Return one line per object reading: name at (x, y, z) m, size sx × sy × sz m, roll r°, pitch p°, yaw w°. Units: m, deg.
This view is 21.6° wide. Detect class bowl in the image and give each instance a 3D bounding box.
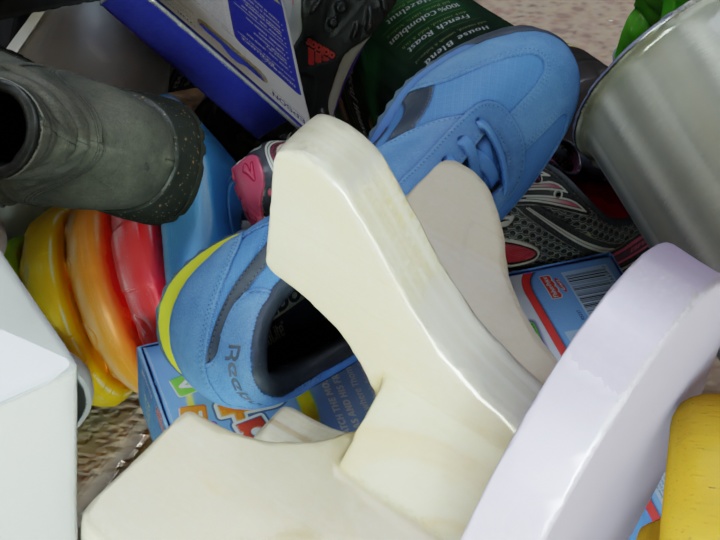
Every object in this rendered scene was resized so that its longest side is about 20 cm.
bowl at (-0.148, -0.053, 0.890) m, size 0.090 × 0.201 × 0.202 m, roll 37°, pitch 23°, yaw -14°

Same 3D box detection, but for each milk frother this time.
milk frother at (0.214, -0.012, 0.723) m, size 0.180 × 0.200 × 0.189 m, roll -35°, pitch 66°, yaw 16°

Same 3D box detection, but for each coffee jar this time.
coffee jar at (0.059, -0.081, 0.962) m, size 0.085 × 0.105 × 0.200 m, roll -29°, pitch 34°, yaw -17°

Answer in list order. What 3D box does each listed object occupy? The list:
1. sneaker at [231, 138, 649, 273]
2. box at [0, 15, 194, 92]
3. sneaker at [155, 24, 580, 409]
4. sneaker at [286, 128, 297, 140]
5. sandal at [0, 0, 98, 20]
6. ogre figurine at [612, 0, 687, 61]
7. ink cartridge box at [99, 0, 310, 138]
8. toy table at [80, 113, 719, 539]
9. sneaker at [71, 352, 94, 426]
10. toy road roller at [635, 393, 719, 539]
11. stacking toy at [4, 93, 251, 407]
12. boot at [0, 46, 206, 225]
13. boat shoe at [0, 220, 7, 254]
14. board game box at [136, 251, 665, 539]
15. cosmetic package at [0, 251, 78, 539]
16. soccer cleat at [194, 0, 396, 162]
sneaker at (0.039, -0.030, 0.771) m, size 0.198 × 0.075 × 0.081 m, roll 5°, pitch 46°, yaw -31°
box at (-0.125, -0.181, 1.063) m, size 0.180 × 0.105 × 0.200 m, roll -14°, pitch -15°, yaw -21°
sneaker at (0.019, -0.017, 0.679) m, size 0.200 × 0.066 × 0.078 m, roll -39°, pitch 26°, yaw -20°
sneaker at (0.000, 0.000, 0.827) m, size 0.075 × 0.088 × 0.200 m, roll -10°, pitch 29°, yaw -18°
sandal at (-0.128, -0.136, 0.762) m, size 0.198 × 0.045 × 0.075 m, roll -5°, pitch 35°, yaw 28°
ogre figurine at (0.192, -0.101, 0.975) m, size 0.097 × 0.121 × 0.200 m, roll -6°, pitch 27°, yaw -8°
ink cartridge box at (-0.072, -0.121, 0.842) m, size 0.037 × 0.095 × 0.200 m, roll -43°, pitch 27°, yaw 14°
toy table at (0.021, 0.047, 0.550) m, size 0.117 × 0.201 × 0.184 m, roll 32°, pitch 41°, yaw 18°
sneaker at (-0.191, 0.086, 0.698) m, size 0.198 × 0.071 × 0.099 m, roll -14°, pitch 30°, yaw -9°
toy road roller at (0.115, 0.124, 0.500) m, size 0.122 × 0.147 × 0.200 m, roll 5°, pitch 27°, yaw 11°
stacking toy at (-0.132, 0.022, 0.797) m, size 0.198 × 0.110 × 0.117 m, roll -19°, pitch 56°, yaw 13°
boot at (-0.166, -0.062, 0.707) m, size 0.198 × 0.068 × 0.130 m, roll 9°, pitch -1°, yaw 30°
boat shoe at (-0.220, 0.026, 0.770) m, size 0.199 × 0.074 × 0.066 m, roll -22°, pitch -16°, yaw 38°
board game box at (0.032, 0.071, 0.695) m, size 0.198 × 0.037 × 0.152 m, roll -10°, pitch 45°, yaw -17°
cosmetic package at (-0.178, 0.043, 0.553) m, size 0.122 × 0.201 × 0.200 m, roll -24°, pitch 57°, yaw -25°
soccer cleat at (-0.040, -0.104, 0.961) m, size 0.068 × 0.201 × 0.073 m, roll 29°, pitch 4°, yaw -20°
